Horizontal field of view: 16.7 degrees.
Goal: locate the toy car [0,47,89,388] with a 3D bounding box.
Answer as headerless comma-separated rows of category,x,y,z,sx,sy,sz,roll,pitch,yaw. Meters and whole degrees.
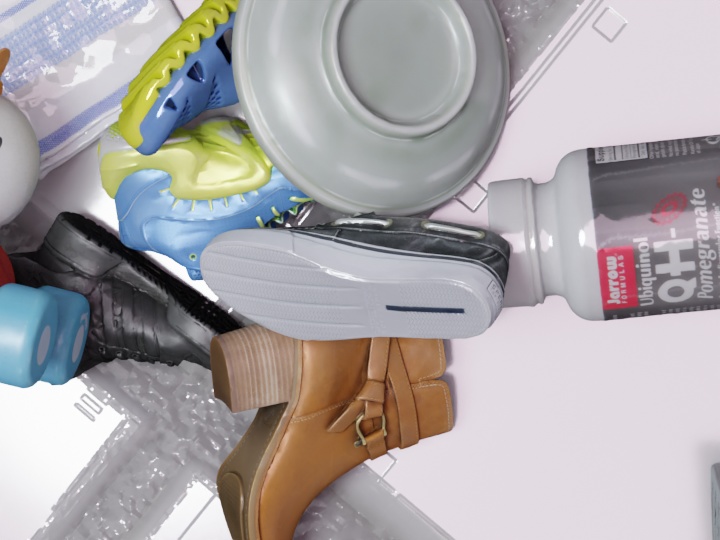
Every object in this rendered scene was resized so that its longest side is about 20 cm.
toy car,-0.257,-0.045,1.527,0.183,0.177,0.201,13,90,6

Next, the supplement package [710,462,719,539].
supplement package,0.315,0.196,1.505,0.190,0.200,0.148,-3,91,6

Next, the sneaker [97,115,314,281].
sneaker,-0.073,-0.048,1.614,0.198,0.076,0.106,2,110,5

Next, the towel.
towel,-0.211,-0.180,1.639,0.146,0.024,0.201,-32,88,5

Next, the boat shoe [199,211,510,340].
boat shoe,0.000,0.000,1.535,0.199,0.071,0.072,8,129,18

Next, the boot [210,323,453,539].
boot,-0.014,0.117,1.604,0.154,0.074,0.201,-10,117,-18

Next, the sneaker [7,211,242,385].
sneaker,-0.171,0.038,1.624,0.199,0.060,0.104,36,102,2

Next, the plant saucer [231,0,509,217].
plant saucer,0.017,-0.135,1.554,0.199,0.050,0.202,4,82,-26

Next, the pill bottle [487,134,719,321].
pill bottle,0.183,-0.026,1.558,0.199,0.111,0.112,-6,91,6

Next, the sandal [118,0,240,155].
sandal,-0.074,-0.141,1.576,0.087,0.079,0.200,47,68,-11
